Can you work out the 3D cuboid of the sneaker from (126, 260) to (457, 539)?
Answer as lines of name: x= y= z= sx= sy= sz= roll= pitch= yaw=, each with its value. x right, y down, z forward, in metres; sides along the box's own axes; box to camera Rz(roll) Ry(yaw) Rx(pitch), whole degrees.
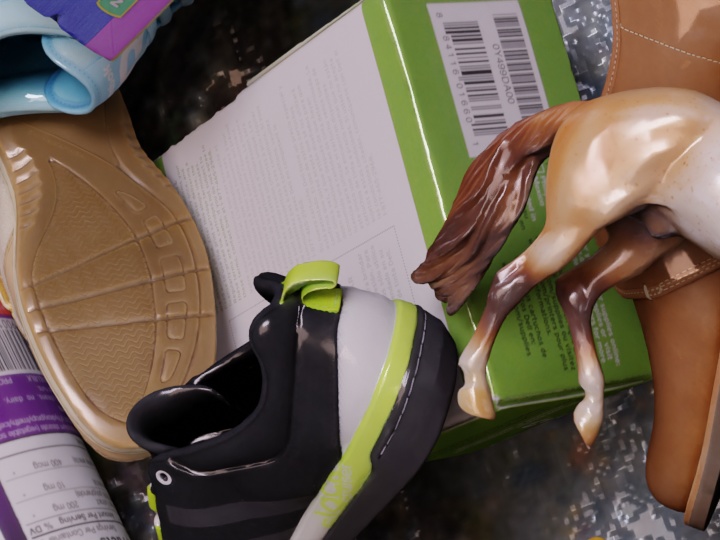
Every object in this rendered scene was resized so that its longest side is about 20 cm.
sneaker: x=-0.044 y=0.066 z=0.801 sx=0.083 sy=0.072 sz=0.200 roll=25 pitch=125 yaw=-15

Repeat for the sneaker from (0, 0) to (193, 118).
sneaker: x=-0.096 y=-0.095 z=0.885 sx=0.200 sy=0.074 sz=0.082 roll=-25 pitch=64 yaw=-13

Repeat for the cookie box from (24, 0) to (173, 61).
cookie box: x=-0.084 y=-0.202 z=0.821 sx=0.171 sy=0.075 sz=0.200 roll=-42 pitch=50 yaw=15

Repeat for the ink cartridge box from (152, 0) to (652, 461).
ink cartridge box: x=0.000 y=0.000 z=0.877 sx=0.200 sy=0.076 sz=0.148 roll=-29 pitch=72 yaw=52

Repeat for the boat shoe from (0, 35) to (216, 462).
boat shoe: x=-0.105 y=-0.009 z=0.906 sx=0.074 sy=0.069 sz=0.200 roll=-10 pitch=59 yaw=-17

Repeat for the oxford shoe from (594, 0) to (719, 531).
oxford shoe: x=0.102 y=-0.014 z=0.777 sx=0.071 sy=0.071 sz=0.201 roll=5 pitch=104 yaw=15

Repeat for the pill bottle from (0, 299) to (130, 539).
pill bottle: x=-0.144 y=0.108 z=0.899 sx=0.111 sy=0.111 sz=0.200 roll=-32 pitch=74 yaw=16

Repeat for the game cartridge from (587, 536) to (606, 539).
game cartridge: x=0.109 y=0.186 z=0.751 sx=0.032 sy=0.200 sz=0.176 roll=-33 pitch=70 yaw=-22

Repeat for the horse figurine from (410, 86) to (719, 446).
horse figurine: x=0.107 y=-0.004 z=0.708 sx=0.199 sy=0.050 sz=0.133 roll=16 pitch=91 yaw=21
